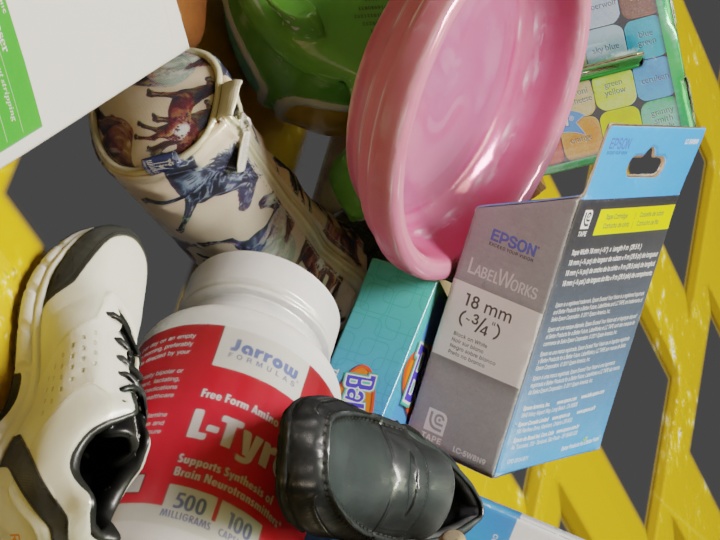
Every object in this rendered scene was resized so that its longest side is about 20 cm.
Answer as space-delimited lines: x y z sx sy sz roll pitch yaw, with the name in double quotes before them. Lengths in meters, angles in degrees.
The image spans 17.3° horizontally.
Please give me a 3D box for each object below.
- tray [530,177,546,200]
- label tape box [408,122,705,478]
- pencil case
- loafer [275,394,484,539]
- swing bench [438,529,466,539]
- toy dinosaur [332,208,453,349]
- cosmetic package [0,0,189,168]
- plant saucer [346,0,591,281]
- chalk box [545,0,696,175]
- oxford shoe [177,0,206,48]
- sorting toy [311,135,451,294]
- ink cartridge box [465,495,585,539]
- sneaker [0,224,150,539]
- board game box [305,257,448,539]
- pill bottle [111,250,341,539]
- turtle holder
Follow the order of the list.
"tray" 0.059 -0.129 1.483 0.099 0.037 0.201 47 16 -33
"label tape box" 0.109 0.005 1.315 0.144 0.063 0.201 -4 114 -61
"pencil case" -0.063 -0.035 1.264 0.200 0.089 0.078 50 58 -49
"loafer" 0.011 0.101 1.153 0.200 0.070 0.069 37 56 -69
"swing bench" -0.004 0.268 1.152 0.198 0.130 0.201 -24 144 -25
"toy dinosaur" 0.000 0.000 1.401 0.102 0.077 0.200 39 88 -31
"cosmetic package" -0.168 -0.115 1.075 0.200 0.084 0.108 -44 122 -57
"plant saucer" 0.053 -0.096 1.253 0.200 0.051 0.202 -44 147 -40
"chalk box" 0.154 -0.141 1.617 0.200 0.123 0.125 -93 170 -77
"oxford shoe" -0.089 -0.209 1.276 0.071 0.071 0.202 30 60 -61
"sorting toy" 0.034 -0.038 1.535 0.200 0.036 0.186 53 39 -39
"ink cartridge box" 0.126 0.199 1.351 0.145 0.199 0.084 61 52 -82
"sneaker" -0.126 0.061 1.126 0.074 0.079 0.201 55 36 -42
"board game box" 0.005 0.115 1.321 0.201 0.045 0.152 -68 159 -16
"pill bottle" -0.073 0.092 1.188 0.113 0.111 0.201 59 35 -40
"turtle holder" -0.002 -0.133 1.335 0.141 0.132 0.186 -32 71 -28
